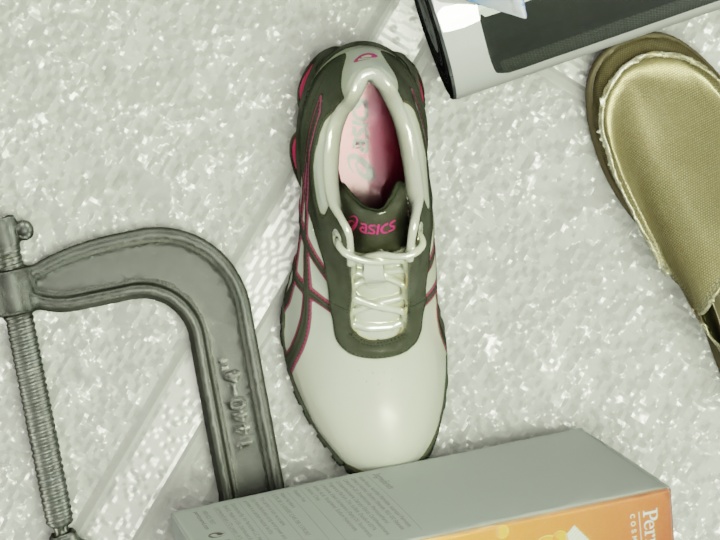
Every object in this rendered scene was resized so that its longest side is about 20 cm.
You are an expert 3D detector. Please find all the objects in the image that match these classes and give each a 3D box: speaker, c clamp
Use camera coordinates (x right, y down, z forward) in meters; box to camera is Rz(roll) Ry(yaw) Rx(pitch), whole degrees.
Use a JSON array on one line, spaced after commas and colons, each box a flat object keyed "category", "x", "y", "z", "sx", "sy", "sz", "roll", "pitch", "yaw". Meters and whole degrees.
[{"category": "speaker", "x": 0.122, "y": -0.145, "z": 0.845, "sx": 0.198, "sy": 0.081, "sz": 0.082, "roll": -18, "pitch": 95, "yaw": -1}, {"category": "c clamp", "x": -0.125, "y": 0.064, "z": 0.884, "sx": 0.169, "sy": 0.027, "sz": 0.202, "roll": -17, "pitch": 93, "yaw": -5}]

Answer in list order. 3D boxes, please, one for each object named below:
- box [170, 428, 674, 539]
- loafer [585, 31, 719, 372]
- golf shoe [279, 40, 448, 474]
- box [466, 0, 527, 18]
[{"category": "box", "x": 0.030, "y": 0.156, "z": 0.828, "sx": 0.198, "sy": 0.097, "sz": 0.126, "roll": -10, "pitch": 103, "yaw": -15}, {"category": "loafer", "x": 0.168, "y": -0.017, "z": 0.861, "sx": 0.076, "sy": 0.067, "sz": 0.201, "roll": -31, "pitch": 95, "yaw": 1}, {"category": "golf shoe", "x": 0.000, "y": 0.000, "z": 0.850, "sx": 0.076, "sy": 0.088, "sz": 0.202, "roll": -6, "pitch": 96, "yaw": -3}, {"category": "box", "x": -0.022, "y": -0.176, "z": 0.774, "sx": 0.199, "sy": 0.122, "sz": 0.048, "roll": 18, "pitch": 66, "yaw": 22}]
